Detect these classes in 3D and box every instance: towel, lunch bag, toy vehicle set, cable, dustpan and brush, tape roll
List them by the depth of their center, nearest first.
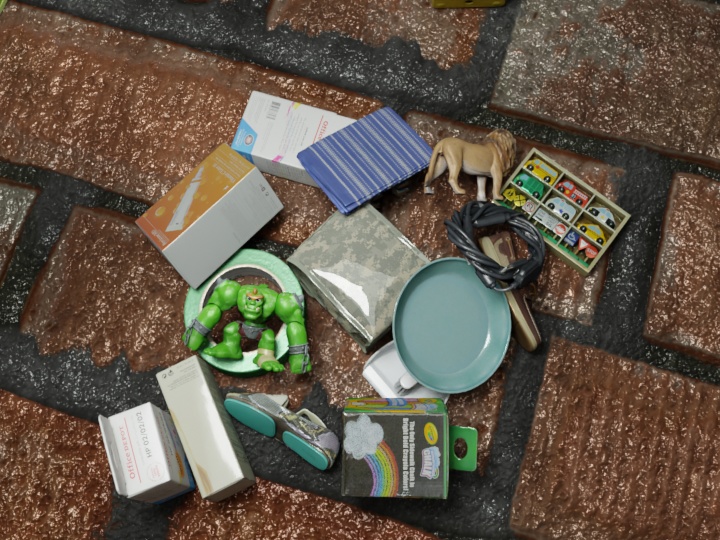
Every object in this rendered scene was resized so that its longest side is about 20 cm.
[{"bbox_3d":[0.212,-0.043,1.340,0.162,0.051,0.199,39,39,15],"label":"cable"},{"bbox_3d":[0.115,0.136,1.352,0.199,0.057,0.140,-41,75,-12],"label":"dustpan and brush"},{"bbox_3d":[0.000,0.000,1.367,0.164,0.118,0.200,-42,83,-12],"label":"lunch bag"},{"bbox_3d":[0.011,-0.181,1.395,0.198,0.024,0.145,-30,64,-24],"label":"towel"},{"bbox_3d":[-0.185,0.069,1.396,0.195,0.048,0.205,-1,72,2],"label":"tape roll"},{"bbox_3d":[0.331,-0.098,1.432,0.199,0.027,0.125,37,78,13],"label":"toy vehicle set"}]

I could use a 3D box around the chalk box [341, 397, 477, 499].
[{"bbox_3d":[0.073,0.259,1.268,0.195,0.124,0.128,1,91,2],"label":"chalk box"}]

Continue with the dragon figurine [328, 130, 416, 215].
[{"bbox_3d":[0.019,-0.162,1.451,0.197,0.059,0.101,-29,73,-7],"label":"dragon figurine"}]

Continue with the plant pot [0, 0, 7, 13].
[{"bbox_3d":[-0.776,-0.555,1.566,0.187,0.201,0.203,21,74,23],"label":"plant pot"}]

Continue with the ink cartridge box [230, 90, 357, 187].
[{"bbox_3d":[-0.108,-0.218,1.471,0.196,0.068,0.117,17,73,9],"label":"ink cartridge box"}]

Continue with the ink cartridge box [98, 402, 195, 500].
[{"bbox_3d":[-0.306,0.267,1.252,0.067,0.200,0.117,-20,73,-4],"label":"ink cartridge box"}]

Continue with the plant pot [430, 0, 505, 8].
[{"bbox_3d":[0.192,-0.574,1.513,0.195,0.200,0.181,-1,84,3],"label":"plant pot"}]

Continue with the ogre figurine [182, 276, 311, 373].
[{"bbox_3d":[-0.167,0.082,1.321,0.196,0.098,0.123,11,90,22],"label":"ogre figurine"}]

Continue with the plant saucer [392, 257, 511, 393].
[{"bbox_3d":[0.134,0.082,1.308,0.195,0.036,0.205,0,90,-19],"label":"plant saucer"}]

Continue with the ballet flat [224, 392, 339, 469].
[{"bbox_3d":[-0.116,0.234,1.339,0.198,0.072,0.073,29,76,11],"label":"ballet flat"}]

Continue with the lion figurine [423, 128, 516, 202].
[{"bbox_3d":[0.179,-0.180,1.402,0.197,0.072,0.126,4,87,-39],"label":"lion figurine"}]

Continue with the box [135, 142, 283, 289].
[{"bbox_3d":[-0.245,-0.091,1.399,0.200,0.098,0.124,-44,43,-10],"label":"box"}]

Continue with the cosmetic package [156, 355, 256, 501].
[{"bbox_3d":[-0.235,0.243,1.316,0.070,0.105,0.203,-24,71,-3],"label":"cosmetic package"}]

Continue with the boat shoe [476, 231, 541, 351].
[{"bbox_3d":[0.253,0.028,1.376,0.071,0.072,0.203,-19,65,-5],"label":"boat shoe"}]
